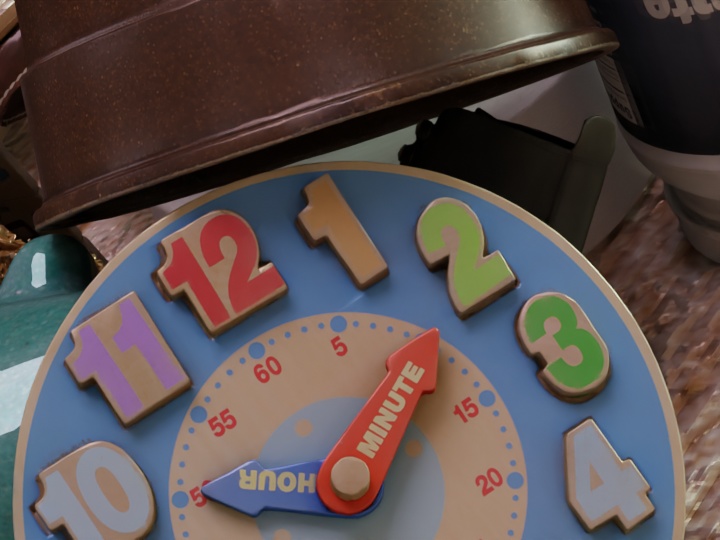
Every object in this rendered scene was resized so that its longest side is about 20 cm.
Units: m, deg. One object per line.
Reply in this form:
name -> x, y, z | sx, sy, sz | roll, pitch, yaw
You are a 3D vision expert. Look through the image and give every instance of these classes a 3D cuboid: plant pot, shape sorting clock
plant pot -> -0.038, -0.136, 0.898 | 0.200, 0.199, 0.200 | -17, 1, 0
shape sorting clock -> -0.003, 0.065, 0.809 | 0.200, 0.200, 0.039 | -28, -14, -6

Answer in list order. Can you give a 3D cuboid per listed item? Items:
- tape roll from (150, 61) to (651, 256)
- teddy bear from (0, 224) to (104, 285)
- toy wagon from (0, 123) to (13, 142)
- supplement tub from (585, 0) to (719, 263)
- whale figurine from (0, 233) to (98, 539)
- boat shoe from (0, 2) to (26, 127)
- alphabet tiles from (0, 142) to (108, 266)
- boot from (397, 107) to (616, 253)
tape roll -> 0.014, -0.051, 1.082 | 0.202, 0.071, 0.203 | -18, 30, 11
teddy bear -> -0.157, -0.003, 1.010 | 0.145, 0.200, 0.067 | 12, 68, 45
toy wagon -> -0.259, -0.053, 1.322 | 0.199, 0.040, 0.155 | -10, 32, 24
supplement tub -> 0.140, -0.115, 0.957 | 0.140, 0.200, 0.141 | -18, 30, 11
whale figurine -> -0.085, 0.049, 0.878 | 0.200, 0.104, 0.159 | -34, 60, 19
boat shoe -> -0.105, -0.127, 1.294 | 0.200, 0.070, 0.070 | -44, -3, -30
alphabet tiles -> -0.195, -0.018, 1.062 | 0.166, 0.200, 0.006 | -9, 53, 25
boot -> 0.000, 0.000, 0.934 | 0.200, 0.139, 0.077 | 16, 4, 37
